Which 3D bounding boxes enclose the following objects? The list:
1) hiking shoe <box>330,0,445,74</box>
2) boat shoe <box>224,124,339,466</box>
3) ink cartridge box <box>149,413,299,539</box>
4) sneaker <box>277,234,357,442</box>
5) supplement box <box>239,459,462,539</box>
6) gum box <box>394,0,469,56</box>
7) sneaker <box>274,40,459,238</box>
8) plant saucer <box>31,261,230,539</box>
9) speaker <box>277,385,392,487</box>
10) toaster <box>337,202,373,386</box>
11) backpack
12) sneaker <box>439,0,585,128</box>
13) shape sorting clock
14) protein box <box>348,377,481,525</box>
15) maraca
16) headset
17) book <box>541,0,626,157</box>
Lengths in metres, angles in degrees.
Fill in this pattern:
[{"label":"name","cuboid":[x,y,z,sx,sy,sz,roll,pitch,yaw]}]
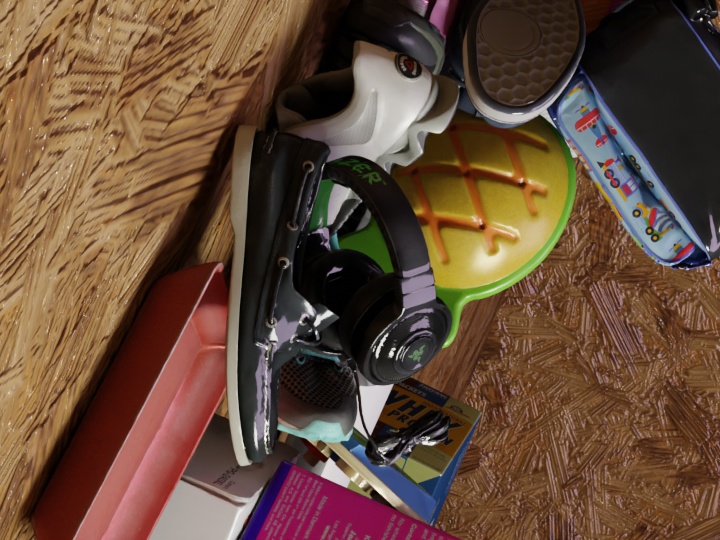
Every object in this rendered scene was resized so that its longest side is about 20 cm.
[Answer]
[{"label":"hiking shoe","cuboid":[0.005,-0.108,1.304,0.200,0.075,0.101,97,17,-67]},{"label":"boat shoe","cuboid":[-0.045,0.015,1.139,0.075,0.065,0.202,72,19,-84]},{"label":"ink cartridge box","cuboid":[-0.129,0.214,1.359,0.145,0.083,0.202,-36,148,-74]},{"label":"sneaker","cuboid":[-0.036,0.030,1.284,0.201,0.077,0.092,-106,-149,-51]},{"label":"supplement box","cuboid":[0.013,0.228,1.313,0.101,0.198,0.104,97,19,-62]},{"label":"gum box","cuboid":[0.069,-0.235,1.373,0.200,0.066,0.114,-53,166,-55]},{"label":"sneaker","cuboid":[-0.031,-0.078,1.235,0.200,0.088,0.075,-44,-153,34]},{"label":"plant saucer","cuboid":[-0.135,0.101,1.168,0.200,0.036,0.201,87,29,-74]},{"label":"speaker","cuboid":[-0.033,0.155,1.797,0.202,0.081,0.081,-65,172,3]},{"label":"toaster","cuboid":[0.000,0.000,1.473,0.201,0.113,0.129,-61,167,-11]},{"label":"backpack","cuboid":[0.215,-0.106,1.349,0.134,0.183,0.200,-35,-169,8]},{"label":"sneaker","cuboid":[0.095,-0.130,1.256,0.147,0.076,0.204,108,-3,-47]},{"label":"shape sorting clock","cuboid":[-0.025,0.123,1.374,0.039,0.200,0.200,-50,171,-1]},{"label":"protein box","cuboid":[0.030,0.258,2.289,0.200,0.134,0.200,-69,171,22]},{"label":"maraca","cuboid":[0.066,-0.036,1.361,0.200,0.137,0.107,-49,158,-8]},{"label":"headset","cuboid":[0.014,0.026,1.191,0.093,0.123,0.202,-17,113,-30]},{"label":"book","cuboid":[0.156,-0.168,1.416,0.132,0.048,0.202,-12,133,-33]}]
